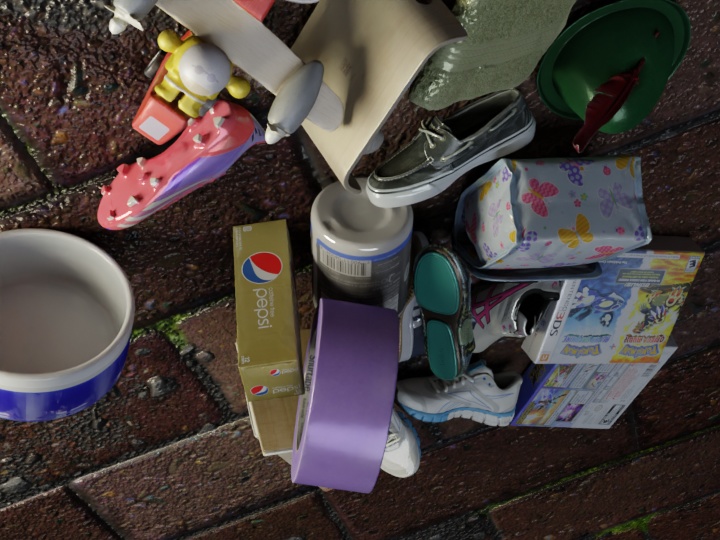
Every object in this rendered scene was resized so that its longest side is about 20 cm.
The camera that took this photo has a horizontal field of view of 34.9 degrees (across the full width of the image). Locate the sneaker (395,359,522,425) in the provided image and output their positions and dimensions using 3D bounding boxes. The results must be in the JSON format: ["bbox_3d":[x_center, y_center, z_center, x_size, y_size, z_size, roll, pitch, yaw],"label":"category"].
[{"bbox_3d":[0.135,0.159,1.583,0.200,0.075,0.087,5,122,-28],"label":"sneaker"}]

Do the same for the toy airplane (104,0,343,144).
[{"bbox_3d":[-0.121,-0.203,1.015,0.200,0.141,0.199,-3,120,4],"label":"toy airplane"}]

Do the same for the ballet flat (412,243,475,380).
[{"bbox_3d":[0.103,0.037,1.346,0.074,0.074,0.200,-11,130,-8],"label":"ballet flat"}]

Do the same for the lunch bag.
[{"bbox_3d":[0.211,-0.052,1.310,0.170,0.127,0.200,-2,170,-16],"label":"lunch bag"}]

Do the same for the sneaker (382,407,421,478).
[{"bbox_3d":[0.017,0.193,1.488,0.075,0.087,0.200,-30,103,5],"label":"sneaker"}]

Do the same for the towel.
[{"bbox_3d":[0.137,-0.227,1.106,0.200,0.036,0.148,-21,149,-45],"label":"towel"}]

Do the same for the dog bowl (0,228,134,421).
[{"bbox_3d":[-0.338,0.055,1.188,0.200,0.200,0.079,-1,139,-18],"label":"dog bowl"}]

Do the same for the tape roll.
[{"bbox_3d":[-0.018,0.134,1.231,0.085,0.200,0.200,8,136,-6],"label":"tape roll"}]

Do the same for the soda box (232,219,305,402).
[{"bbox_3d":[-0.102,0.041,1.255,0.064,0.200,0.068,-8,140,0],"label":"soda box"}]

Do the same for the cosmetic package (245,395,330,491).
[{"bbox_3d":[-0.060,0.212,1.557,0.103,0.087,0.200,-28,139,14],"label":"cosmetic package"}]

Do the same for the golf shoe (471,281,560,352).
[{"bbox_3d":[0.184,0.054,1.460,0.073,0.092,0.200,7,140,-26],"label":"golf shoe"}]

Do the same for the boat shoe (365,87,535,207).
[{"bbox_3d":[0.091,-0.139,1.234,0.200,0.072,0.071,-28,132,-4],"label":"boat shoe"}]

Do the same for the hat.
[{"bbox_3d":[0.282,-0.161,1.176,0.200,0.176,0.166,-18,142,-3],"label":"hat"}]

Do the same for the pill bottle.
[{"bbox_3d":[0.000,0.000,1.315,0.114,0.114,0.200,-9,140,-10],"label":"pill bottle"}]

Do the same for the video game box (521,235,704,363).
[{"bbox_3d":[0.330,0.039,1.503,0.200,0.047,0.182,1,124,-21],"label":"video game box"}]

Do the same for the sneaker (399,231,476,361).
[{"bbox_3d":[0.091,0.026,1.415,0.108,0.070,0.200,-10,134,-20],"label":"sneaker"}]

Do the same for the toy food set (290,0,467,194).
[{"bbox_3d":[0.007,-0.190,1.080,0.060,0.144,0.200,-4,141,-43],"label":"toy food set"}]

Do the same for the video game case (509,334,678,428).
[{"bbox_3d":[0.330,0.153,1.663,0.181,0.045,0.200,5,135,-26],"label":"video game case"}]

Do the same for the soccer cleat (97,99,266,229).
[{"bbox_3d":[-0.186,-0.099,1.177,0.200,0.067,0.076,-38,141,19],"label":"soccer cleat"}]

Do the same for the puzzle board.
[{"bbox_3d":[-0.062,0.143,1.389,0.151,0.200,0.017,-6,129,-13],"label":"puzzle board"}]
